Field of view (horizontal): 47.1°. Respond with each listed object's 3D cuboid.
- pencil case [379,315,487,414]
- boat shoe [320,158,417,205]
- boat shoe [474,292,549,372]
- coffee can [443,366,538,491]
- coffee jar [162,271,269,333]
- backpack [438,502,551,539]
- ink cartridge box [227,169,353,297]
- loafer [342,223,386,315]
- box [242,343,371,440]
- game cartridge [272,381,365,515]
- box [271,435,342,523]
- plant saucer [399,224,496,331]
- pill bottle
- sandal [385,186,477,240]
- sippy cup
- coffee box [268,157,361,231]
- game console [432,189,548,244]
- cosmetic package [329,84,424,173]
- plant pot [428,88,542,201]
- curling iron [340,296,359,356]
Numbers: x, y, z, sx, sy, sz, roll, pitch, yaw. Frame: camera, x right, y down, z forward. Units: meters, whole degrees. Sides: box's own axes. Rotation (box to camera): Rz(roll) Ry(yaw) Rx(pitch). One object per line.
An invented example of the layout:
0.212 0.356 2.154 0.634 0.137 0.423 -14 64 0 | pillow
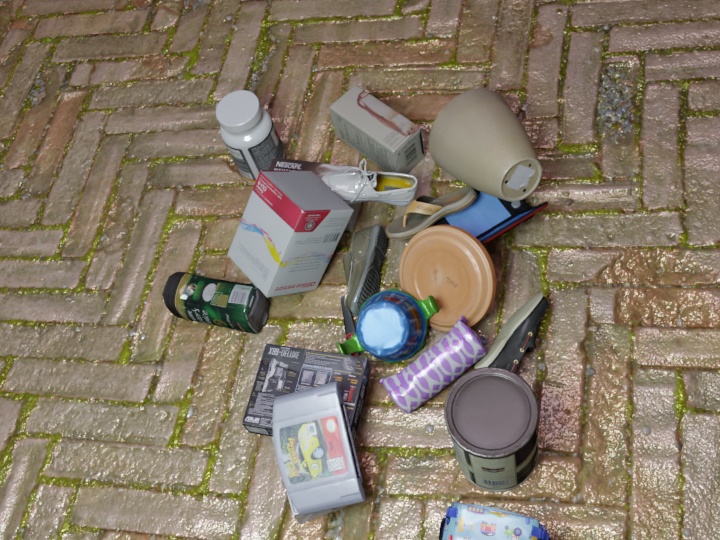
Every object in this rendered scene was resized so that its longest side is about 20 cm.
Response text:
0.132 0.169 1.479 0.200 0.084 0.086 -39 58 3 | pencil case
0.018 -0.175 1.640 0.200 0.086 0.075 7 64 -4 | boat shoe
0.286 0.124 1.503 0.063 0.074 0.202 42 65 -2 | boat shoe
0.218 0.264 1.355 0.145 0.200 0.147 -5 60 9 | coffee can
-0.289 0.063 1.641 0.198 0.104 0.086 10 67 18 | coffee jar
0.196 0.479 1.280 0.181 0.135 0.201 11 66 19 | backpack
-0.139 -0.073 1.608 0.145 0.145 0.201 42 120 30 | ink cartridge box
0.000 0.000 1.639 0.069 0.075 0.201 -1 56 26 | loafer
-0.094 0.222 1.468 0.198 0.050 0.159 6 61 15 | box
-0.076 0.300 1.383 0.132 0.041 0.202 -17 80 16 | game cartridge
-0.088 0.330 1.470 0.116 0.060 0.201 -20 58 1 | box
0.156 0.017 1.530 0.199 0.202 0.032 30 28 26 | plant saucer
-0.233 -0.284 1.769 0.115 0.200 0.117 -5 60 9 | pill bottle
0.136 -0.126 1.653 0.199 0.054 0.080 -27 28 4 | sandal
0.049 0.103 1.500 0.139 0.130 0.179 29 95 11 | sippy cup
-0.101 -0.162 1.740 0.198 0.080 0.114 9 64 17 | coffee box
0.239 -0.110 1.612 0.199 0.119 0.173 -30 59 -6 | game console
0.036 -0.297 1.774 0.087 0.104 0.200 -43 63 -15 | cosmetic package
0.259 -0.225 1.605 0.186 0.188 0.200 -29 44 -5 | plant pot
-0.025 0.136 1.585 0.049 0.026 0.201 -7 59 5 | curling iron
